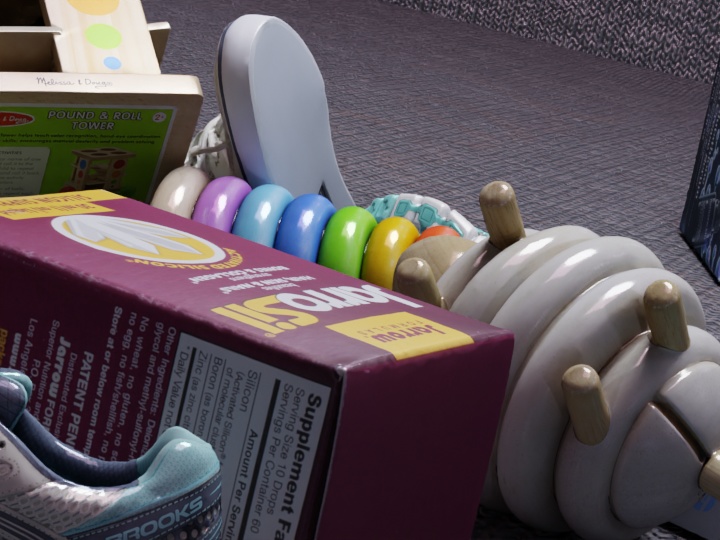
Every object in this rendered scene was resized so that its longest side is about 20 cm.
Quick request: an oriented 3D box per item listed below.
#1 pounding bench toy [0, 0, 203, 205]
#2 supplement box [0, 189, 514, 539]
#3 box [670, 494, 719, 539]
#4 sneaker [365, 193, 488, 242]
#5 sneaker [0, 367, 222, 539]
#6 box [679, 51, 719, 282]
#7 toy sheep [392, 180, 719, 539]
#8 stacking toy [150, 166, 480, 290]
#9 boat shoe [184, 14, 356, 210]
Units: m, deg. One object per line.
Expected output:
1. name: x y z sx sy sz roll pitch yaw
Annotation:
1. pounding bench toy: -0.200 -0.100 1.145 0.198 0.125 0.157 -2 50 -22
2. supplement box: -0.066 0.046 0.837 0.199 0.104 0.131 19 13 27
3. box: 0.171 0.077 1.096 0.155 0.042 0.199 22 16 41
4. sneaker: 0.079 0.019 1.249 0.199 0.078 0.091 24 0 33
5. sneaker: -0.136 0.066 0.709 0.198 0.087 0.078 11 11 -8
6. box: 0.311 -0.071 1.680 0.106 0.150 0.200 11 11 -3
7. toy sheep: 0.087 0.045 0.946 0.137 0.139 0.200 0 30 -47
8. stacking toy: 0.000 0.000 1.100 0.198 0.086 0.085 5 10 12
9. boat shoe: -0.058 -0.053 1.188 0.085 0.075 0.203 7 -35 23
